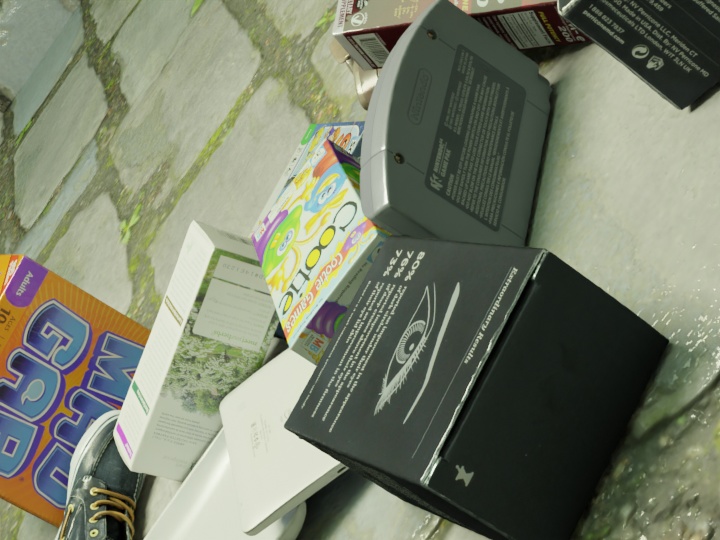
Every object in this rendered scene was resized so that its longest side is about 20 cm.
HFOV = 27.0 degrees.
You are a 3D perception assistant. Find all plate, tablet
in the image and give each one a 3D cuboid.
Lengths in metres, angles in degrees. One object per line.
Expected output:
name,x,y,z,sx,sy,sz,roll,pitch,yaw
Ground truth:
plate,-0.114,0.220,1.140,0.201,0.032,0.200,-56,23,4
tablet,-0.046,0.109,1.120,0.130,0.014,0.200,-36,25,5

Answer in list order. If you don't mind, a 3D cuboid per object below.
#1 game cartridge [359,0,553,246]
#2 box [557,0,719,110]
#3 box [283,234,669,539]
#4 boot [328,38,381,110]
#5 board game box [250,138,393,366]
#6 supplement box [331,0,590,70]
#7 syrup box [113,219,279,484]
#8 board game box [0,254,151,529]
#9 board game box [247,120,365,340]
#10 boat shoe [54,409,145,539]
game cartridge,0.067,-0.092,1.052,0.040,0.133,0.201,-30,34,45
box,0.228,-0.246,0.948,0.200,0.117,0.198,-42,27,34
box,0.062,0.069,0.894,0.149,0.104,0.200,-60,24,-9
boot,0.035,-0.238,1.351,0.146,0.070,0.201,-34,40,17
board game box,0.000,0.000,1.103,0.105,0.103,0.200,-52,24,11
supplement box,0.083,-0.224,1.149,0.198,0.061,0.110,-4,65,27
syrup box,-0.131,0.071,1.242,0.202,0.078,0.081,-68,25,10
board game box,-0.315,0.120,1.446,0.199,0.199,0.201,0,60,63
board game box,-0.054,-0.039,1.343,0.201,0.034,0.135,-62,24,-10
boat shoe,-0.222,0.219,1.316,0.091,0.070,0.202,-12,56,57
